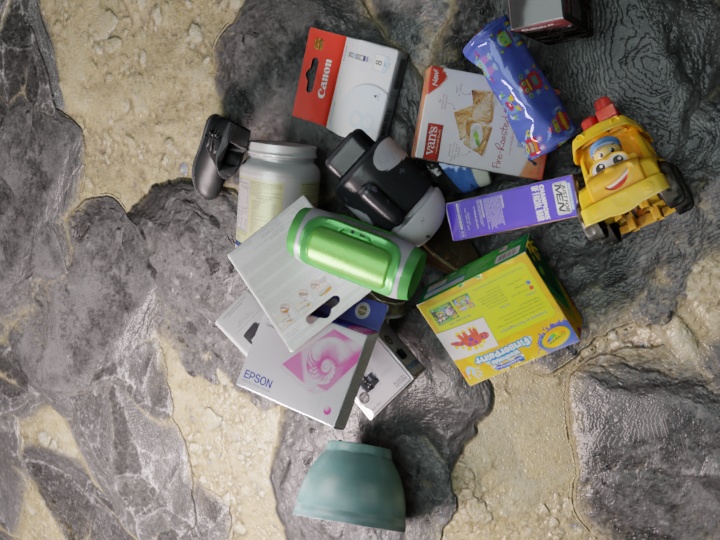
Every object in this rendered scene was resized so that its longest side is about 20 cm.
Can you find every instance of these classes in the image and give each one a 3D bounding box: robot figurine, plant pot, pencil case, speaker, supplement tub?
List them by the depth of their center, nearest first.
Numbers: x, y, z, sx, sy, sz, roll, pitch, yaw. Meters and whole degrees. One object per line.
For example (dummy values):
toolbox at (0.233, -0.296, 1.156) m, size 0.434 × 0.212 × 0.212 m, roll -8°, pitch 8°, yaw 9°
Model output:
pencil case at (0.222, -0.252, 1.079) m, size 0.078 × 0.087 × 0.201 m, roll -34°, pitch 95°, yaw -14°
speaker at (-0.007, -0.026, 1.138) m, size 0.198 × 0.088 × 0.090 m, roll 21°, pitch 108°, yaw 15°
robot figurine at (0.038, -0.122, 1.185) m, size 0.200 × 0.151 × 0.125 m, roll 44°, pitch 147°, yaw -5°
plant pot at (-0.010, 0.374, 1.350) m, size 0.198 × 0.200 × 0.136 m, roll 0°, pitch 71°, yaw 29°
supplement tub at (-0.144, -0.122, 1.357) m, size 0.143 × 0.144 × 0.203 m, roll 12°, pitch 103°, yaw 27°

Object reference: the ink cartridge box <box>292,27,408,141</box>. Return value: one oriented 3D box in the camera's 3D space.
ink cartridge box at (-0.030, -0.317, 1.319) m, size 0.198 × 0.047 × 0.162 m, roll 22°, pitch 108°, yaw 22°

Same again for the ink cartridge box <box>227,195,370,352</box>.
ink cartridge box at (-0.093, 0.005, 1.218) m, size 0.161 × 0.050 × 0.201 m, roll -37°, pitch 72°, yaw 1°

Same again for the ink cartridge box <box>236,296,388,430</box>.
ink cartridge box at (-0.077, 0.117, 1.195) m, size 0.194 × 0.043 × 0.203 m, roll 16°, pitch 82°, yaw 30°

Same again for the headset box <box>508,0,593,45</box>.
headset box at (0.257, -0.403, 1.060) m, size 0.076 × 0.199 × 0.151 m, roll -4°, pitch 95°, yaw 28°

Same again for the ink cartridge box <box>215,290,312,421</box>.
ink cartridge box at (-0.139, 0.148, 1.329) m, size 0.083 × 0.146 × 0.200 m, roll -45°, pitch 59°, yaw -10°

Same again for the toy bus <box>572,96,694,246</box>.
toy bus at (0.352, -0.148, 1.055) m, size 0.135 × 0.199 × 0.195 m, roll -24°, pitch 78°, yaw 27°

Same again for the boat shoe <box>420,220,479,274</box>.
boat shoe at (0.108, -0.047, 1.281) m, size 0.199 × 0.072 × 0.068 m, roll 33°, pitch 145°, yaw 12°

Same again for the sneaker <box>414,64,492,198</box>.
sneaker at (0.127, -0.215, 1.227) m, size 0.110 × 0.077 × 0.203 m, roll -19°, pitch 95°, yaw 16°

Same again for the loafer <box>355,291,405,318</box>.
loafer at (0.000, 0.000, 1.239) m, size 0.200 × 0.075 × 0.070 m, roll 41°, pitch 117°, yaw 18°

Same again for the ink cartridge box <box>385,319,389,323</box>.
ink cartridge box at (-0.022, 0.041, 1.349) m, size 0.144 × 0.084 × 0.203 m, roll 16°, pitch 105°, yaw 26°

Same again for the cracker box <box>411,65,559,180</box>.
cracker box at (0.184, -0.218, 1.152) m, size 0.197 × 0.058 × 0.136 m, roll 9°, pitch 97°, yaw -4°

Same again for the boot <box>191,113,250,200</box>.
boot at (-0.251, -0.192, 1.389) m, size 0.200 × 0.065 × 0.167 m, roll -145°, pitch 60°, yaw -62°

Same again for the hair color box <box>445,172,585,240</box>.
hair color box at (0.243, -0.096, 1.168) m, size 0.198 × 0.109 × 0.066 m, roll -13°, pitch 92°, yaw 30°

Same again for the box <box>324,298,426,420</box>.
box at (-0.001, 0.128, 1.270) m, size 0.200 × 0.060 × 0.117 m, roll 48°, pitch 115°, yaw 11°

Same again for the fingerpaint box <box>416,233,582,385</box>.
fingerpaint box at (0.217, 0.064, 1.201) m, size 0.199 × 0.073 × 0.168 m, roll -29°, pitch 104°, yaw 29°
